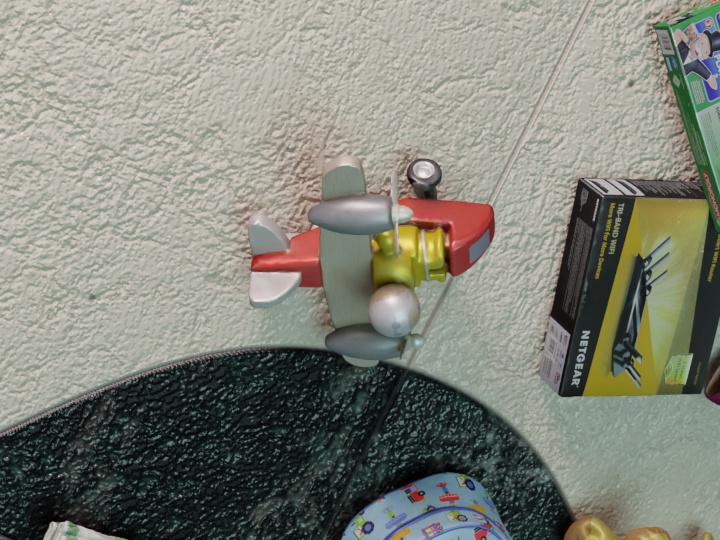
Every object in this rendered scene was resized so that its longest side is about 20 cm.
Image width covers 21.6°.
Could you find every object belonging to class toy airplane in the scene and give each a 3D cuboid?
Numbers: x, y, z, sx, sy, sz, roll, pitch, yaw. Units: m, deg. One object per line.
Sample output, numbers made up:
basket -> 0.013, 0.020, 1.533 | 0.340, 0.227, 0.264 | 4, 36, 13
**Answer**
toy airplane -> 0.000, 0.000, 1.587 | 0.199, 0.142, 0.199 | 20, 124, -42

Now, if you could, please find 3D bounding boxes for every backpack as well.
backpack -> 0.077, 0.301, 1.760 | 0.181, 0.135, 0.202 | -21, 116, -13

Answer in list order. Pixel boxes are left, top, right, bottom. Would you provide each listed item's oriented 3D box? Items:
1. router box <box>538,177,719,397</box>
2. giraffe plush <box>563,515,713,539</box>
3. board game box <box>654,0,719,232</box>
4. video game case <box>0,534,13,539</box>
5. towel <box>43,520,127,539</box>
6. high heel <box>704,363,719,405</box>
router box -> 0.261, 0.017, 1.753 | 0.156, 0.052, 0.202 | 0, 113, -23
giraffe plush -> 0.303, 0.328, 1.863 | 0.162, 0.199, 0.174 | -4, 114, -52
board game box -> 0.353, -0.151, 1.697 | 0.134, 0.029, 0.202 | -25, 107, -18
video game case -> -0.355, 0.289, 1.644 | 0.199, 0.019, 0.143 | 28, 100, -29
towel -> -0.225, 0.306, 1.689 | 0.199, 0.031, 0.150 | 24, 105, -39
high heel -> 0.406, 0.050, 1.815 | 0.095, 0.067, 0.201 | 4, 115, -35
